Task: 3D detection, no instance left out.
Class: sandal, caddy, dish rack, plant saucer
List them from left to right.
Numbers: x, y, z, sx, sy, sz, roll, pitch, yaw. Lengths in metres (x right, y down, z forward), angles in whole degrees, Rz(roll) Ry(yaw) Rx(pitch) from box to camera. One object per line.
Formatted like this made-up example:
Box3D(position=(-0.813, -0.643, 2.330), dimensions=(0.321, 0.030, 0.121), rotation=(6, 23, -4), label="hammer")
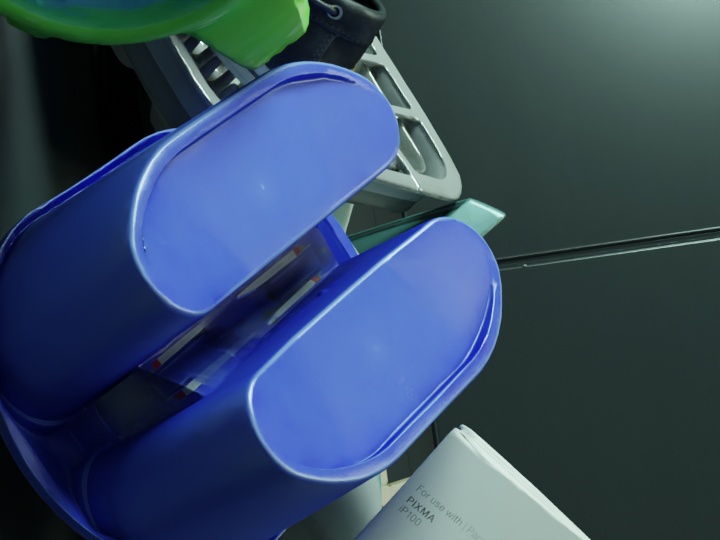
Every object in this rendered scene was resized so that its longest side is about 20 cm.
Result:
Box3D(position=(-0.095, -0.135, 0.980), dimensions=(0.075, 0.048, 0.201), rotation=(66, 17, -71), label="sandal")
Box3D(position=(-0.044, 0.017, 0.726), dimensions=(0.141, 0.105, 0.200), rotation=(55, 39, -4), label="caddy")
Box3D(position=(-0.051, -0.096, 0.903), dimensions=(0.200, 0.044, 0.172), rotation=(12, 43, -58), label="dish rack")
Box3D(position=(0.000, 0.000, 0.997), dimensions=(0.019, 0.070, 0.200), rotation=(52, -20, -8), label="plant saucer")

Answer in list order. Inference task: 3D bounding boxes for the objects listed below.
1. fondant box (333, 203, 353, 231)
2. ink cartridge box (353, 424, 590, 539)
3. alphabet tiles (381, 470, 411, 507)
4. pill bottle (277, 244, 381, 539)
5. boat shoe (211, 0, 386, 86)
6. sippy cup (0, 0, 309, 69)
Box3D(position=(-0.039, -0.064, 1.180), dimensions=(0.200, 0.058, 0.144), rotation=(-92, -164, -56), label="fondant box")
Box3D(position=(0.007, 0.172, 0.788), dimensions=(0.083, 0.200, 0.147), rotation=(40, -10, 19), label="ink cartridge box")
Box3D(position=(-0.016, 0.174, 0.955), dimensions=(0.006, 0.166, 0.200), rotation=(-2, -82, 51), label="alphabet tiles")
Box3D(position=(-0.048, 0.044, 0.869), dimensions=(0.200, 0.111, 0.111), rotation=(-92, 172, -50), label="pill bottle")
Box3D(position=(-0.066, -0.150, 0.820), dimensions=(0.200, 0.062, 0.075), rotation=(49, 22, 1), label="boat shoe")
Box3D(position=(-0.087, -0.156, 0.706), dimensions=(0.130, 0.140, 0.178), rotation=(-117, -155, -69), label="sippy cup")
